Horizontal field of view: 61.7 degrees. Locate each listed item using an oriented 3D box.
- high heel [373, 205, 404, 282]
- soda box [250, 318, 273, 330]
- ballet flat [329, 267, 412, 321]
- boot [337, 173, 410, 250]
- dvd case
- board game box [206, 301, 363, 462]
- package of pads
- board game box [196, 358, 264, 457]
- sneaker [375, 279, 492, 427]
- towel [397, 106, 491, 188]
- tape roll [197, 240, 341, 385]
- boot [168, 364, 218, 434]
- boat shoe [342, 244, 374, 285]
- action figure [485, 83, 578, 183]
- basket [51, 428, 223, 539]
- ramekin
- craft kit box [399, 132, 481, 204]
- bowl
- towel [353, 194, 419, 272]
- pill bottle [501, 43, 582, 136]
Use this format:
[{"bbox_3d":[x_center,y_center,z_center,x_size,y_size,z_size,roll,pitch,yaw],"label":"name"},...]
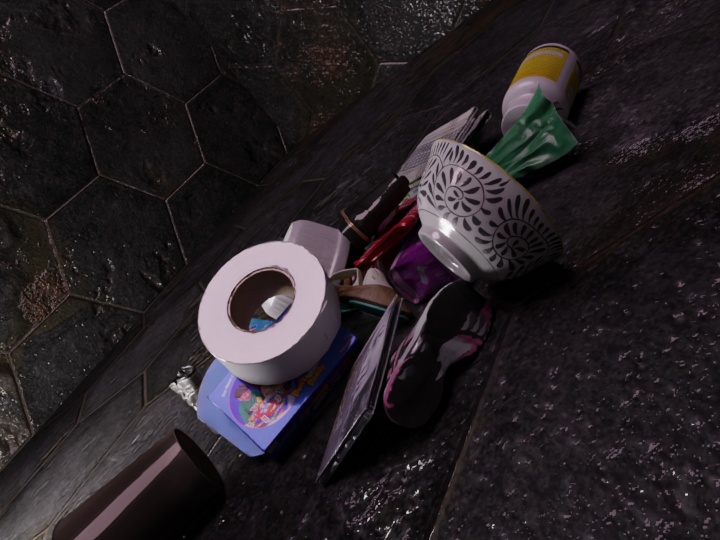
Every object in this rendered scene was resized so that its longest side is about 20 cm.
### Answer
[{"bbox_3d":[0.046,-0.026,1.077,0.097,0.067,0.201,-58,7,39],"label":"high heel"},{"bbox_3d":[-0.200,0.138,1.166,0.064,0.068,0.199,-49,20,-19],"label":"soda box"},{"bbox_3d":[-0.003,0.032,0.919,0.198,0.068,0.073,1,68,40],"label":"ballet flat"},{"bbox_3d":[0.031,-0.114,1.057,0.138,0.077,0.200,-47,14,10],"label":"boot"},{"bbox_3d":[0.001,0.141,0.739,0.150,0.016,0.201,-62,4,36],"label":"dvd case"},{"bbox_3d":[-0.106,0.151,0.875,0.134,0.045,0.200,31,70,33],"label":"board game box"},{"bbox_3d":[0.129,-0.052,0.908,0.120,0.076,0.201,-28,23,46],"label":"package of pads"},{"bbox_3d":[-0.153,0.192,0.919,0.198,0.039,0.159,23,67,31],"label":"board game box"},{"bbox_3d":[0.073,0.092,0.707,0.200,0.080,0.086,-46,8,-29],"label":"sneaker"},{"bbox_3d":[0.152,-0.240,1.208,0.199,0.035,0.193,-13,34,55],"label":"towel"},{"bbox_3d":[-0.130,0.059,0.873,0.199,0.071,0.205,-10,54,13],"label":"tape roll"},{"bbox_3d":[-0.240,0.209,0.994,0.199,0.131,0.068,-22,27,46],"label":"boot"},{"bbox_3d":[0.000,0.000,1.085,0.069,0.071,0.201,-3,26,-3],"label":"boat shoe"},{"bbox_3d":[0.242,-0.175,0.946,0.200,0.054,0.119,-45,53,40],"label":"action figure"},{"bbox_3d":[-0.304,0.337,0.852,0.200,0.137,0.180,-42,13,-11],"label":"basket"},{"bbox_3d":[-0.101,0.006,1.075,0.200,0.104,0.203,-159,90,-78],"label":"ramekin"},{"bbox_3d":[0.156,-0.215,1.262,0.196,0.049,0.201,-28,23,31],"label":"craft kit box"},{"bbox_3d":[0.129,-0.050,0.713,0.094,0.201,0.201,-46,19,-4],"label":"bowl"},{"bbox_3d":[0.073,-0.088,0.958,0.144,0.022,0.200,-40,9,47],"label":"towel"},{"bbox_3d":[0.303,-0.291,1.021,0.111,0.112,0.201,-23,26,44],"label":"pill bottle"}]
